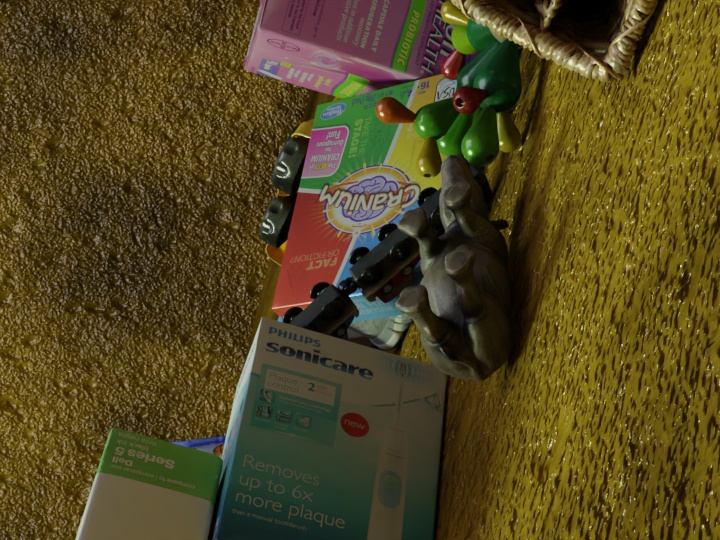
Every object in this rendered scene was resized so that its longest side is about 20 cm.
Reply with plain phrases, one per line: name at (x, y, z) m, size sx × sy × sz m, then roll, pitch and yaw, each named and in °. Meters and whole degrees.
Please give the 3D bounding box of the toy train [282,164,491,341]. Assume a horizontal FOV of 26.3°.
toy train at (0.018, -0.002, 1.141) m, size 0.200 × 0.046 × 0.034 m, roll -41°, pitch 44°, yaw 4°

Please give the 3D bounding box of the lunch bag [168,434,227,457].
lunch bag at (-0.144, 0.294, 1.575) m, size 0.201 × 0.123 × 0.171 m, roll -93°, pitch -10°, yaw -52°

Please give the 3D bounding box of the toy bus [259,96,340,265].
toy bus at (-0.004, -0.103, 1.580) m, size 0.201 × 0.135 × 0.193 m, roll 109°, pitch -175°, yaw -49°

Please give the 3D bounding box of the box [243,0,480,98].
box at (0.009, -0.208, 1.349) m, size 0.176 × 0.198 × 0.097 m, roll 160°, pitch 125°, yaw -81°

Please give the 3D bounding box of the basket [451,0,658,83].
basket at (0.107, -0.232, 0.854) m, size 0.149 × 0.142 × 0.201 m, roll -85°, pitch 12°, yaw -60°

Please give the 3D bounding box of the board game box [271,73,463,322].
board game box at (0.017, -0.056, 1.242) m, size 0.152 × 0.040 × 0.201 m, roll -10°, pitch 55°, yaw 34°

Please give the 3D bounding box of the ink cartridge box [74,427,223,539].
ink cartridge box at (-0.157, 0.227, 0.993) m, size 0.201 × 0.083 × 0.146 m, roll -82°, pitch 11°, yaw -54°

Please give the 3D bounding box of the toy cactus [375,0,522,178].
toy cactus at (0.089, -0.159, 1.117) m, size 0.166 × 0.102 × 0.200 m, roll -59°, pitch 5°, yaw 29°

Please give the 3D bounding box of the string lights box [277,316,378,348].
string lights box at (-0.035, 0.063, 1.544) m, size 0.200 × 0.058 × 0.103 m, roll 117°, pitch 141°, yaw -59°

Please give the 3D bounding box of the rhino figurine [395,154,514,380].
rhino figurine at (0.065, -0.008, 0.986) m, size 0.088 × 0.059 × 0.201 m, roll 59°, pitch -159°, yaw -30°

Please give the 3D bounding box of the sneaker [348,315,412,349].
sneaker at (0.000, 0.000, 1.312) m, size 0.200 × 0.115 × 0.075 m, roll 115°, pitch 168°, yaw -55°

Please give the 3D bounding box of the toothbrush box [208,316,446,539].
toothbrush box at (-0.024, 0.147, 1.070) m, size 0.201 × 0.145 × 0.086 m, roll -80°, pitch 10°, yaw -46°
